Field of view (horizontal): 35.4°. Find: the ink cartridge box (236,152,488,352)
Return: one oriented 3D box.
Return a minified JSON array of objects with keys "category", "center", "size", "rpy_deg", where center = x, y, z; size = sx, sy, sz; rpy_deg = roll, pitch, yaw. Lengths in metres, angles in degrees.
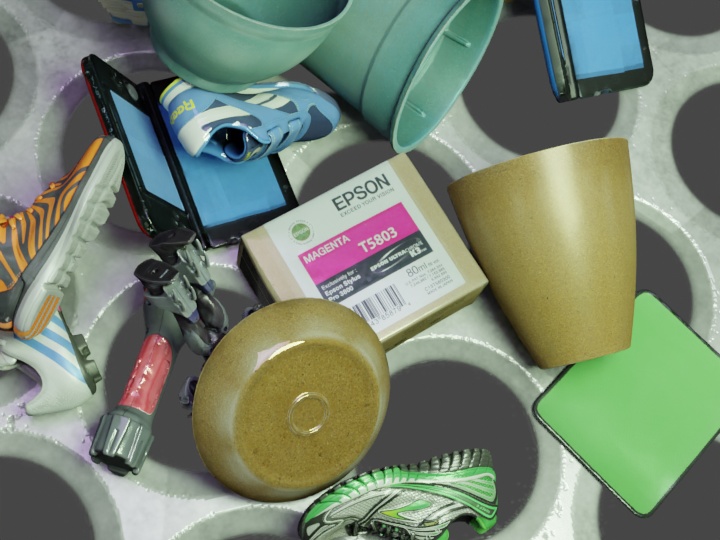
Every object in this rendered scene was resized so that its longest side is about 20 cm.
[{"category":"ink cartridge box","center":[0.000,0.000,1.129],"size":[0.199,0.075,0.165],"rpy_deg":[-29,77,-17]}]

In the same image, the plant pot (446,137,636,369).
[{"category":"plant pot","center":[0.200,-0.010,1.123],"size":[0.185,0.186,0.201],"rpy_deg":[-13,85,-14]}]

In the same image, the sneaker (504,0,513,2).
[{"category":"sneaker","center":[0.127,-0.399,1.309],"size":[0.200,0.075,0.090],"rpy_deg":[41,60,0]}]

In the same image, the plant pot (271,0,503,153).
[{"category":"plant pot","center":[0.014,-0.258,1.177],"size":[0.196,0.201,0.200],"rpy_deg":[34,68,14]}]

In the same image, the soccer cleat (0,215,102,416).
[{"category":"soccer cleat","center":[-0.318,0.043,1.063],"size":[0.086,0.070,0.201],"rpy_deg":[-24,75,-16]}]

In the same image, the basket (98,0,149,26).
[{"category":"basket","center":[-0.220,-0.347,1.155],"size":[0.138,0.200,0.178],"rpy_deg":[5,69,-7]}]

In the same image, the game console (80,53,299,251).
[{"category":"game console","center":[-0.167,-0.129,1.132],"size":[0.118,0.172,0.201],"rpy_deg":[-26,73,10]}]

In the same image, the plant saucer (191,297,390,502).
[{"category":"plant saucer","center":[-0.054,0.126,1.029],"size":[0.199,0.035,0.202],"rpy_deg":[-8,109,-25]}]

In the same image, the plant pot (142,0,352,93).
[{"category":"plant pot","center":[-0.122,-0.254,1.059],"size":[0.199,0.134,0.201],"rpy_deg":[16,50,-20]}]

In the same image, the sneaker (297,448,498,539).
[{"category":"sneaker","center":[0.039,0.225,1.048],"size":[0.198,0.078,0.086],"rpy_deg":[-10,72,-13]}]

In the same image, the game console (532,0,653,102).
[{"category":"game console","center":[0.250,-0.295,1.231],"size":[0.117,0.171,0.202],"rpy_deg":[-12,93,13]}]

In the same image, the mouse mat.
[{"category":"mouse mat","center":[0.292,0.133,1.163],"size":[0.161,0.008,0.200],"rpy_deg":[45,68,8]}]

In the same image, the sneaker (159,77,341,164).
[{"category":"sneaker","center":[-0.104,-0.143,1.136],"size":[0.199,0.074,0.083],"rpy_deg":[-2,60,-35]}]

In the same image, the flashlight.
[{"category":"flashlight","center":[-0.198,0.088,1.064],"size":[0.068,0.068,0.201],"rpy_deg":[36,58,-31]}]

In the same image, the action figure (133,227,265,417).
[{"category":"action figure","center":[-0.138,0.061,1.042],"size":[0.069,0.201,0.130],"rpy_deg":[-1,42,32]}]

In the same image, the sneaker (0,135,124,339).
[{"category":"sneaker","center":[-0.298,-0.048,1.014],"size":[0.111,0.078,0.201],"rpy_deg":[27,81,5]}]
